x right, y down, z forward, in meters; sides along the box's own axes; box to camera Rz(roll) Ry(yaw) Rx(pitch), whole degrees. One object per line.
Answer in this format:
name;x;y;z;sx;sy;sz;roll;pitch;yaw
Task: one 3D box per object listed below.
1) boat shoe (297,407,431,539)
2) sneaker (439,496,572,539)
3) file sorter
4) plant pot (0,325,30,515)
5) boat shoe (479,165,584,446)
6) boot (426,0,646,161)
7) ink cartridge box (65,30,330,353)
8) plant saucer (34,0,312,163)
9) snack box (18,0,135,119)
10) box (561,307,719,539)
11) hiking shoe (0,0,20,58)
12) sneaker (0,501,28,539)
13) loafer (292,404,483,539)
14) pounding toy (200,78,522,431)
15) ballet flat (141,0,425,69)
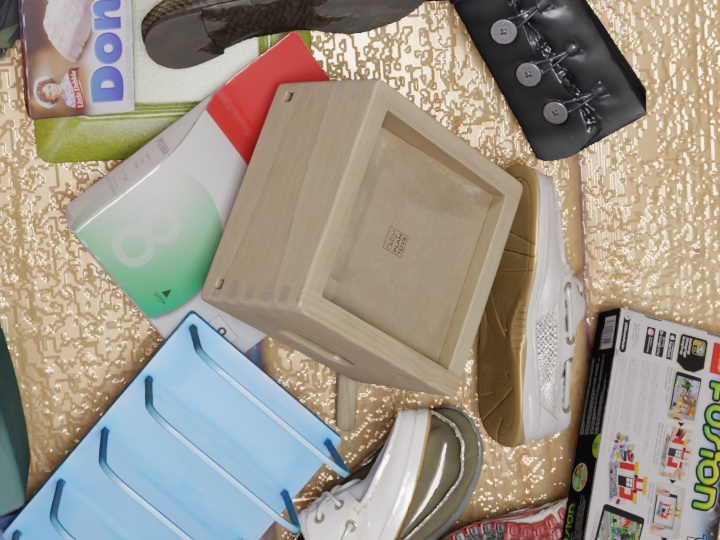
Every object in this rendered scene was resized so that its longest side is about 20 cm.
boat shoe;-0.011;0.179;1.063;0.069;0.071;0.201;23;93;4
sneaker;0.133;0.203;1.158;0.199;0.082;0.078;-3;82;-20
file sorter;-0.122;0.154;1.030;0.139;0.123;0.200;41;90;-10
plant pot;-0.307;0.077;1.059;0.141;0.141;0.201;-23;107;-3
boat shoe;0.126;0.023;1.127;0.069;0.071;0.201;-6;105;-30
boot;0.087;-0.160;1.099;0.164;0.066;0.200;-16;127;37
ink cartridge box;-0.078;-0.040;1.081;0.200;0.050;0.161;-36;125;1
plant saucer;-0.132;-0.176;1.085;0.198;0.048;0.201;-3;98;-6
snack box;-0.183;-0.197;1.005;0.071;0.024;0.201;-7;117;-18
box;0.210;0.138;1.132;0.109;0.035;0.201;16;78;-18
hiking shoe;-0.241;-0.227;1.014;0.100;0.076;0.201;3;123;-49
sneaker;-0.246;0.205;1.109;0.199;0.082;0.074;-19;98;-5
loafer;0.010;0.179;1.126;0.075;0.070;0.200;41;93;25
pounding toy;0.000;0.000;1.067;0.200;0.142;0.185;31;72;-40
ballet flat;-0.049;-0.180;1.033;0.199;0.047;0.068;-14;137;8
